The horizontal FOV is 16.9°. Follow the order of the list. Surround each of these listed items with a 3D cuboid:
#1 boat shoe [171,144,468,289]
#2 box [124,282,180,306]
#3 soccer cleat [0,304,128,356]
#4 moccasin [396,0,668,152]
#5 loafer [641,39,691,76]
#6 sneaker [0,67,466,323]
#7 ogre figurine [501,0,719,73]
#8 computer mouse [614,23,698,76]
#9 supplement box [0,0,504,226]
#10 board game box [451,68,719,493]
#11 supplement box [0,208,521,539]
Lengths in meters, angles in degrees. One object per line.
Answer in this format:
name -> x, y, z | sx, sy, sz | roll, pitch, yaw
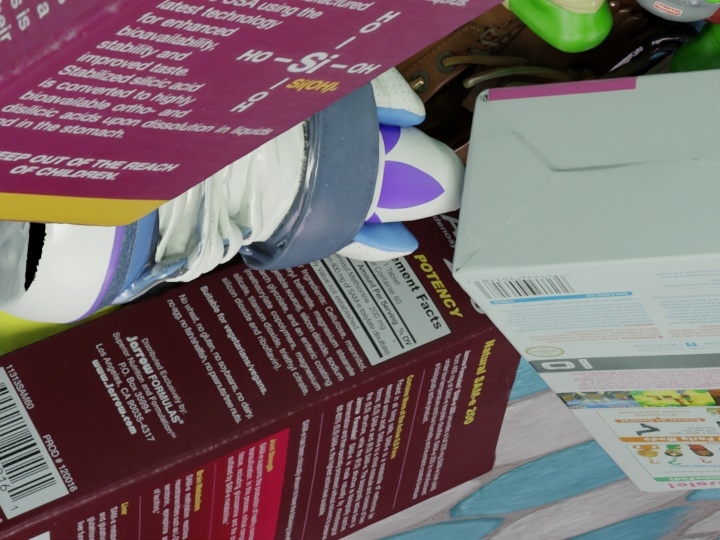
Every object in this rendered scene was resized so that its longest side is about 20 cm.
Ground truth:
boat shoe -> 0.000, 0.000, 0.891 | 0.200, 0.070, 0.070 | -39, -157, -5
box -> -0.127, -0.003, 0.908 | 0.155, 0.041, 0.200 | -24, 165, 20
soccer cleat -> -0.142, 0.031, 0.798 | 0.083, 0.065, 0.200 | -24, 172, -42
moccasin -> 0.050, -0.070, 0.804 | 0.200, 0.078, 0.074 | -24, 161, 21
loafer -> 0.165, -0.064, 0.787 | 0.199, 0.070, 0.070 | -26, 170, -3
sneaker -> -0.032, -0.034, 0.672 | 0.145, 0.081, 0.200 | 6, -166, -14
ogre figurine -> 0.098, -0.103, 0.682 | 0.098, 0.199, 0.120 | -57, 175, -32
computer mouse -> 0.111, -0.038, 1.032 | 0.138, 0.053, 0.200 | -25, 163, 20
supplement box -> -0.030, -0.108, 0.487 | 0.199, 0.132, 0.103 | -27, 164, 32
board game box -> 0.132, 0.009, 0.752 | 0.147, 0.065, 0.200 | -2, 155, 22
supplement box -> -0.047, 0.054, 0.783 | 0.199, 0.061, 0.109 | -21, 151, -21
